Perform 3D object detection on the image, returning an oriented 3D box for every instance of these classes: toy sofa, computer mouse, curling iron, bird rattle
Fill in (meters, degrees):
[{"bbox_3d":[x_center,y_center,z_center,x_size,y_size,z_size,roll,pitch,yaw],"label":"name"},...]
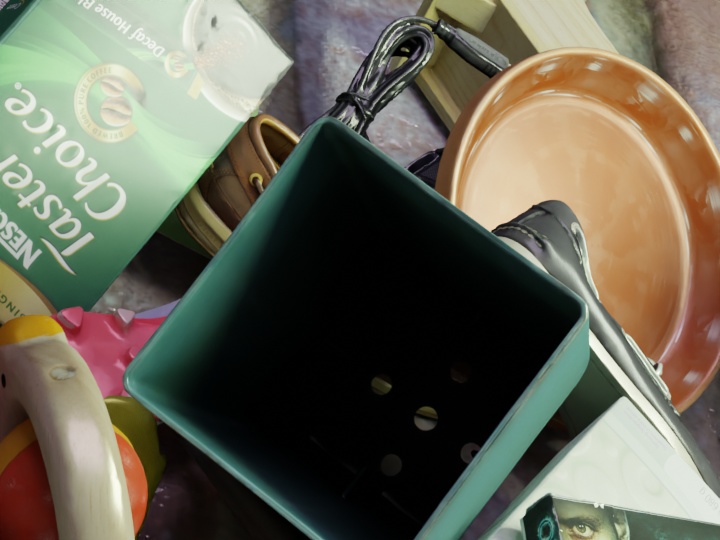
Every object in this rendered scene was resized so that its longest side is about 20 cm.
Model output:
[{"bbox_3d":[0.108,-0.085,1.368,0.097,0.083,0.200,2,42,-36],"label":"toy sofa"},{"bbox_3d":[0.063,-0.042,1.269,0.199,0.046,0.141,34,69,-6],"label":"computer mouse"},{"bbox_3d":[-0.013,0.137,1.067,0.200,0.026,0.049,40,41,18],"label":"curling iron"},{"bbox_3d":[-0.121,0.112,0.937,0.112,0.164,0.200,-7,34,-10],"label":"bird rattle"}]

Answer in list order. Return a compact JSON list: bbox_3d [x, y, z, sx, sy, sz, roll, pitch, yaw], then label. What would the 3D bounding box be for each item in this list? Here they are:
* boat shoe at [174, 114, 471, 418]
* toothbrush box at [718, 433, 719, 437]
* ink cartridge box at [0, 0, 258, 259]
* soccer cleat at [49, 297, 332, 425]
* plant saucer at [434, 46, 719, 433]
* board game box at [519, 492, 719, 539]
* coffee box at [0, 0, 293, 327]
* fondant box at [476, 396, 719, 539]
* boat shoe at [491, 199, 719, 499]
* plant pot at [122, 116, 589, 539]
[{"bbox_3d":[0.000,-0.001,1.185,0.200,0.068,0.072,39,36,-10],"label":"boat shoe"},{"bbox_3d":[0.284,0.064,1.186,0.085,0.201,0.147,0,43,-30],"label":"toothbrush box"},{"bbox_3d":[-0.123,-0.104,1.201,0.199,0.048,0.146,25,54,-29],"label":"ink cartridge box"},{"bbox_3d":[-0.098,0.047,1.099,0.199,0.077,0.067,-22,69,-37],"label":"soccer cleat"},{"bbox_3d":[0.116,-0.014,1.223,0.199,0.032,0.202,7,78,-34],"label":"plant saucer"},{"bbox_3d":[0.164,0.173,1.023,0.199,0.028,0.136,13,50,-34],"label":"board game box"},{"bbox_3d":[-0.133,-0.067,1.111,0.123,0.044,0.200,48,69,-23],"label":"coffee box"},{"bbox_3d":[0.110,0.164,1.051,0.144,0.058,0.200,47,40,3],"label":"fondant box"},{"bbox_3d":[0.130,0.054,1.159,0.063,0.073,0.200,-43,102,-34],"label":"boat shoe"},{"bbox_3d":[0.015,0.051,1.046,0.141,0.142,0.200,37,-3,16],"label":"plant pot"}]
